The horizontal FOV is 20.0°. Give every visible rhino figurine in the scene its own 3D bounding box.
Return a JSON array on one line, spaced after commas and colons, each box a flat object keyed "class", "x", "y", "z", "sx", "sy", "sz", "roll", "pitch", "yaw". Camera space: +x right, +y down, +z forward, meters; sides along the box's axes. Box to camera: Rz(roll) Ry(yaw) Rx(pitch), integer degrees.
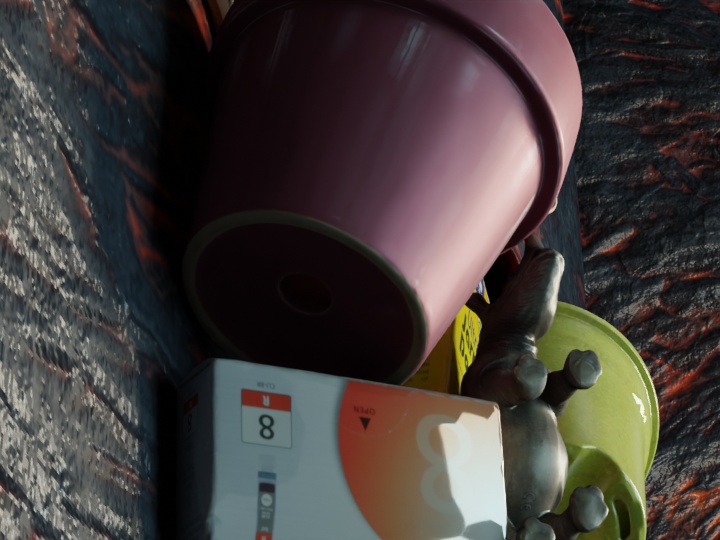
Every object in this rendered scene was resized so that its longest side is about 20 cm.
[{"class": "rhino figurine", "x": 0.081, "y": 0.069, "z": 1.053, "sx": 0.087, "sy": 0.059, "sz": 0.202, "roll": 137, "pitch": -39, "yaw": -55}]

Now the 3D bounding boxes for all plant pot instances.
[{"class": "plant pot", "x": -0.002, "y": -0.044, "z": 1.030, "sx": 0.201, "sy": 0.198, "sz": 0.180, "roll": 73, "pitch": 30, "yaw": -42}, {"class": "plant pot", "x": 0.121, "y": 0.142, "z": 1.408, "sx": 0.184, "sy": 0.198, "sz": 0.202, "roll": -92, "pitch": 172, "yaw": -73}]

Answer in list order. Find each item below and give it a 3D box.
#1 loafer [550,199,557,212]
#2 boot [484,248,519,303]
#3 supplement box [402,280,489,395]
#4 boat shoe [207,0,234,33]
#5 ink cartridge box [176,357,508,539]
[{"class": "loafer", "x": 0.089, "y": -0.074, "z": 1.440, "sx": 0.200, "sy": 0.062, "sz": 0.073, "roll": 31, "pitch": 60, "yaw": -69}, {"class": "boot", "x": 0.070, "y": 0.017, "z": 1.328, "sx": 0.201, "sy": 0.072, "sz": 0.145, "roll": -94, "pitch": -162, "yaw": -55}, {"class": "supplement box", "x": 0.010, "y": 0.079, "z": 1.131, "sx": 0.110, "sy": 0.108, "sz": 0.201, "roll": 72, "pitch": 20, "yaw": -44}, {"class": "boat shoe", "x": -0.042, "y": -0.140, "z": 1.142, "sx": 0.074, "sy": 0.068, "sz": 0.201, "roll": -85, "pitch": 164, "yaw": -47}, {"class": "ink cartridge box", "x": -0.006, "y": 0.148, "z": 0.941, "sx": 0.050, "sy": 0.161, "sz": 0.202, "roll": -39, "pitch": -132, "yaw": 50}]
